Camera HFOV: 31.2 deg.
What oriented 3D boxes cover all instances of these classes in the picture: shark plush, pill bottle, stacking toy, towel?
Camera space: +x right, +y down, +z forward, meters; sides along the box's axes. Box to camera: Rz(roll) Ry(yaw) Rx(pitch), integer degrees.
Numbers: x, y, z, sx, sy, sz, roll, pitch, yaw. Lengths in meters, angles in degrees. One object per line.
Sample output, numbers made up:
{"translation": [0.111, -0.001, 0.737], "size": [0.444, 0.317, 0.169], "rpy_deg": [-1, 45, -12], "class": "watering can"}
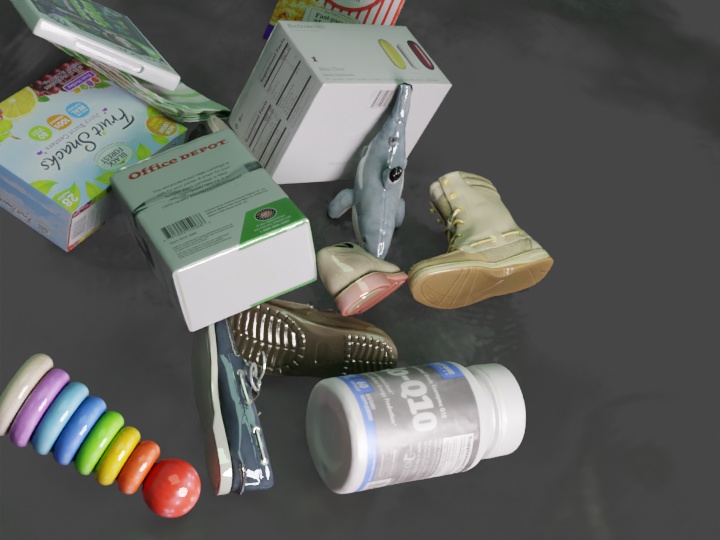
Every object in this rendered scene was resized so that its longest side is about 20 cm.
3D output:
{"translation": [0.039, -0.111, 1.482], "size": [0.091, 0.200, 0.083], "rpy_deg": [22, 12, -17], "class": "shark plush"}
{"translation": [0.057, 0.151, 1.289], "size": [0.200, 0.114, 0.114], "rpy_deg": [-6, 53, -27], "class": "pill bottle"}
{"translation": [-0.238, 0.163, 1.193], "size": [0.200, 0.085, 0.085], "rpy_deg": [33, 45, -2], "class": "stacking toy"}
{"translation": [-0.260, -0.235, 1.526], "size": [0.200, 0.023, 0.153], "rpy_deg": [32, 15, 10], "class": "towel"}

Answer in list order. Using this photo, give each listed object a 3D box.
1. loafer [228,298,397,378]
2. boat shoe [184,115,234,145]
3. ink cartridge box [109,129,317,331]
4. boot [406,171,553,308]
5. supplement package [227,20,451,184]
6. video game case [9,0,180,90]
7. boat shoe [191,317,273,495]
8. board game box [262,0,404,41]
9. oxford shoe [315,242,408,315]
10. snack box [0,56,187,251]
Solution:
{"translation": [-0.059, 0.073, 1.347], "size": [0.200, 0.076, 0.067], "rpy_deg": [16, 11, 1], "class": "loafer"}
{"translation": [-0.137, -0.088, 1.478], "size": [0.200, 0.057, 0.067], "rpy_deg": [57, 17, 23], "class": "boat shoe"}
{"translation": [-0.153, -0.047, 1.327], "size": [0.146, 0.083, 0.200], "rpy_deg": [-23, 42, -15], "class": "ink cartridge box"}
{"translation": [0.112, -0.041, 1.514], "size": [0.200, 0.073, 0.156], "rpy_deg": [-11, 55, -32], "class": "boot"}
{"translation": [-0.025, -0.197, 1.519], "size": [0.200, 0.156, 0.111], "rpy_deg": [-8, 52, -41], "class": "supplement package"}
{"translation": [-0.318, -0.284, 1.487], "size": [0.182, 0.023, 0.200], "rpy_deg": [20, 18, -38], "class": "video game case"}
{"translation": [-0.125, 0.124, 1.267], "size": [0.062, 0.075, 0.200], "rpy_deg": [0, 51, -20], "class": "boat shoe"}
{"translation": [-0.018, -0.362, 1.672], "size": [0.151, 0.200, 0.046], "rpy_deg": [24, 10, 0], "class": "board game box"}
{"translation": [0.000, 0.000, 1.368], "size": [0.071, 0.200, 0.074], "rpy_deg": [-37, 84, 5], "class": "oxford shoe"}
{"translation": [-0.318, -0.132, 1.423], "size": [0.169, 0.068, 0.200], "rpy_deg": [34, 47, 12], "class": "snack box"}
